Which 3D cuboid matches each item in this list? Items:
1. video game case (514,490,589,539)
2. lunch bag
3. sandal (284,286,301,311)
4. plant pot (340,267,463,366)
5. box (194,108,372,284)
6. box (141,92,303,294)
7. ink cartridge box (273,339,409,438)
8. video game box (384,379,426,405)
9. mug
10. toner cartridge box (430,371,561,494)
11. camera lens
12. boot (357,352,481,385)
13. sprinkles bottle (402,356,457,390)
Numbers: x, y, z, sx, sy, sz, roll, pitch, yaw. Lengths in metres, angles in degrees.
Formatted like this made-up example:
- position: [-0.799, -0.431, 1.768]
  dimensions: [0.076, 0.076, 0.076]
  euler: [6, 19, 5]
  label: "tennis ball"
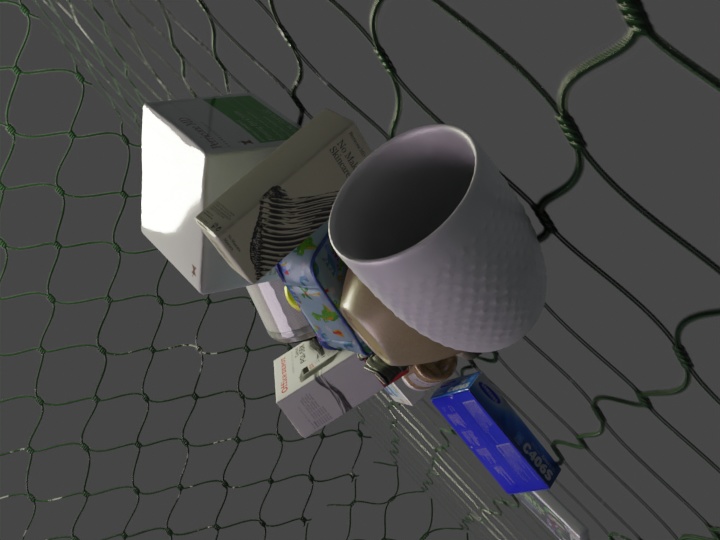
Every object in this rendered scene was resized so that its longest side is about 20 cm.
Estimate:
- position: [0.314, 0.403, 1.866]
  dimensions: [0.200, 0.023, 0.182]
  euler: [44, 169, 29]
  label: "video game case"
- position: [-0.015, -0.002, 1.378]
  dimensions: [0.082, 0.161, 0.200]
  euler: [8, 145, 37]
  label: "lunch bag"
- position: [-0.074, -0.018, 1.577]
  dimensions: [0.079, 0.200, 0.087]
  euler: [2, 152, 7]
  label: "sandal"
- position: [0.055, 0.034, 1.280]
  dimensions: [0.200, 0.134, 0.200]
  euler: [47, 171, 9]
  label: "plant pot"
- position: [-0.078, -0.084, 1.213]
  dimensions: [0.068, 0.200, 0.082]
  euler: [36, 165, 53]
  label: "box"
- position: [-0.174, -0.107, 1.437]
  dimensions: [0.199, 0.171, 0.200]
  euler: [39, 132, 46]
  label: "box"
- position: [-0.035, 0.152, 1.725]
  dimensions: [0.083, 0.200, 0.147]
  euler: [54, -172, -22]
  label: "ink cartridge box"
- position: [0.041, 0.190, 2.250]
  dimensions: [0.200, 0.047, 0.182]
  euler: [49, 168, -3]
  label: "video game box"
- position: [0.078, -0.031, 0.958]
  dimensions: [0.175, 0.147, 0.200]
  euler: [47, -156, -37]
  label: "mug"
- position: [0.201, 0.244, 1.624]
  dimensions: [0.200, 0.043, 0.095]
  euler: [51, 143, -12]
  label: "toner cartridge box"
- position: [-0.104, 0.002, 1.728]
  dimensions: [0.200, 0.160, 0.160]
  euler: [66, 166, -18]
  label: "camera lens"
- position: [0.078, 0.116, 1.512]
  dimensions: [0.068, 0.131, 0.200]
  euler: [52, 170, -22]
  label: "boot"
- position: [0.106, 0.149, 1.712]
  dimensions: [0.068, 0.068, 0.200]
  euler: [48, 170, 5]
  label: "sprinkles bottle"
